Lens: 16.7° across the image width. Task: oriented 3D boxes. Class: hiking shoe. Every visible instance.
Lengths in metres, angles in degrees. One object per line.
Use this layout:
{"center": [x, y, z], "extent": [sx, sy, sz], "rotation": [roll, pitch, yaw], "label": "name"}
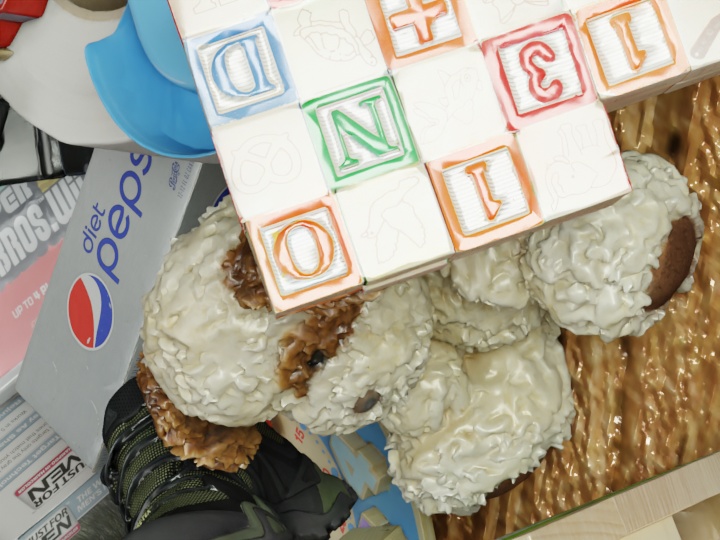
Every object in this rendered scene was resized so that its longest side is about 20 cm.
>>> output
{"center": [-0.074, 0.093, 0.966], "extent": [0.101, 0.200, 0.076], "rotation": [42, 101, 8], "label": "hiking shoe"}

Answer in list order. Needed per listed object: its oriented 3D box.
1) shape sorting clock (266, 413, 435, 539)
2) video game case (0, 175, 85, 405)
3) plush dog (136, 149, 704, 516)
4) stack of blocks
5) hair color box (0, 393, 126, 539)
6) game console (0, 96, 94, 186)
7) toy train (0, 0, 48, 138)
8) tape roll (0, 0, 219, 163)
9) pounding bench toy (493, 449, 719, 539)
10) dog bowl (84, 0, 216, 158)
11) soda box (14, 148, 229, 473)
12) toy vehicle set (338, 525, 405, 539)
{"center": [-0.035, 0.104, 1.108], "extent": [0.200, 0.039, 0.201], "rotation": [30, 128, 46], "label": "shape sorting clock"}
{"center": [-0.189, -0.047, 1.223], "extent": [0.143, 0.017, 0.201], "rotation": [-37, 71, 26], "label": "video game case"}
{"center": [0.000, 0.000, 0.887], "extent": [0.161, 0.171, 0.200], "rotation": [59, 145, 19], "label": "plush dog"}
{"center": [0.048, -0.071, 0.759], "extent": [0.059, 0.199, 0.116], "rotation": [119, 132, -86], "label": "stack of blocks"}
{"center": [-0.184, 0.097, 1.252], "extent": [0.200, 0.099, 0.061], "rotation": [24, 148, 49], "label": "hair color box"}
{"center": [-0.176, -0.138, 1.120], "extent": [0.118, 0.170, 0.201], "rotation": [-175, 77, -82], "label": "game console"}
{"center": [-0.140, -0.113, 0.942], "extent": [0.046, 0.034, 0.201], "rotation": [24, 102, 37], "label": "toy train"}
{"center": [-0.070, -0.145, 0.952], "extent": [0.202, 0.071, 0.204], "rotation": [-6, 82, 42], "label": "tape roll"}
{"center": [0.071, 0.173, 0.889], "extent": [0.200, 0.124, 0.157], "rotation": [-29, 81, 49], "label": "pounding bench toy"}
{"center": [-0.053, -0.133, 0.855], "extent": [0.111, 0.049, 0.201], "rotation": [-30, 69, 33], "label": "dog bowl"}
{"center": [-0.081, -0.015, 1.056], "extent": [0.068, 0.063, 0.201], "rotation": [41, 121, 36], "label": "soda box"}
{"center": [0.006, 0.221, 1.006], "extent": [0.026, 0.124, 0.201], "rotation": [-9, 104, 33], "label": "toy vehicle set"}
